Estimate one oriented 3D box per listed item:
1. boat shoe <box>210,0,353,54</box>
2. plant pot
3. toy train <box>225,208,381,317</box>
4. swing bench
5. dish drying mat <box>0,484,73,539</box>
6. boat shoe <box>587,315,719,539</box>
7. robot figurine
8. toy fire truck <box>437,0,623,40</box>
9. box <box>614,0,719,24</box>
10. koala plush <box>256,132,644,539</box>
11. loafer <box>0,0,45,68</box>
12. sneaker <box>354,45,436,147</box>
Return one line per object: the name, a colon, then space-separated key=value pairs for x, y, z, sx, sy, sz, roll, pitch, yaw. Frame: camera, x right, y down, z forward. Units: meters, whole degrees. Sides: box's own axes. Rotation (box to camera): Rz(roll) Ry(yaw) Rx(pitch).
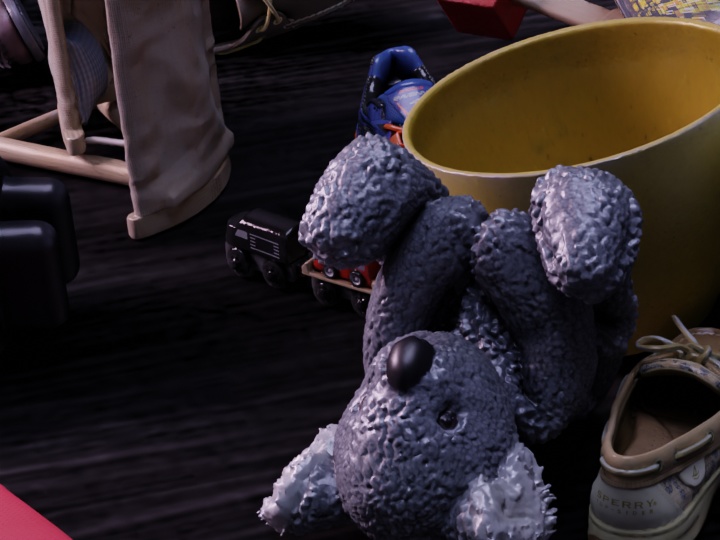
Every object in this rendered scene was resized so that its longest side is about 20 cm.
boat shoe: x=-0.086 y=-0.186 z=2.070 sx=0.201 sy=0.072 sz=0.060 roll=-11 pitch=30 yaw=0
plant pot: x=0.137 y=-0.037 z=1.672 sx=0.199 sy=0.142 sz=0.200 roll=-13 pitch=25 yaw=6
toy train: x=0.000 y=0.000 z=1.740 sx=0.199 sy=0.046 sz=0.034 roll=18 pitch=35 yaw=34
swing bench: x=-0.163 y=-0.156 z=1.888 sx=0.130 sy=0.200 sz=0.200 roll=-27 pitch=37 yaw=-36
dish drying mat: x=-0.203 y=0.140 z=1.541 sx=0.077 sy=0.018 sz=0.200 roll=-24 pitch=35 yaw=-31
boat shoe: x=0.167 y=0.077 z=1.559 sx=0.073 sy=0.063 sz=0.200 roll=4 pitch=29 yaw=16
robot figurine: x=-0.265 y=-0.007 z=1.713 sx=0.199 sy=0.125 sz=0.150 roll=-1 pitch=-1 yaw=5
toy fire truck: x=0.135 y=-0.115 z=1.851 sx=0.199 sy=0.049 sz=0.142 roll=8 pitch=70 yaw=23
box: x=0.245 y=-0.200 z=1.800 sx=0.199 sy=0.049 sz=0.162 roll=-27 pitch=63 yaw=6
koala plush: x=0.048 y=0.066 z=1.533 sx=0.177 sy=0.184 sz=0.200 roll=8 pitch=52 yaw=20
loafer: x=-0.269 y=-0.178 z=2.098 sx=0.063 sy=0.072 sz=0.200 roll=-29 pitch=26 yaw=-4
sneaker: x=0.031 y=-0.075 z=1.840 sx=0.075 sy=0.079 sz=0.200 roll=-11 pitch=29 yaw=-10
